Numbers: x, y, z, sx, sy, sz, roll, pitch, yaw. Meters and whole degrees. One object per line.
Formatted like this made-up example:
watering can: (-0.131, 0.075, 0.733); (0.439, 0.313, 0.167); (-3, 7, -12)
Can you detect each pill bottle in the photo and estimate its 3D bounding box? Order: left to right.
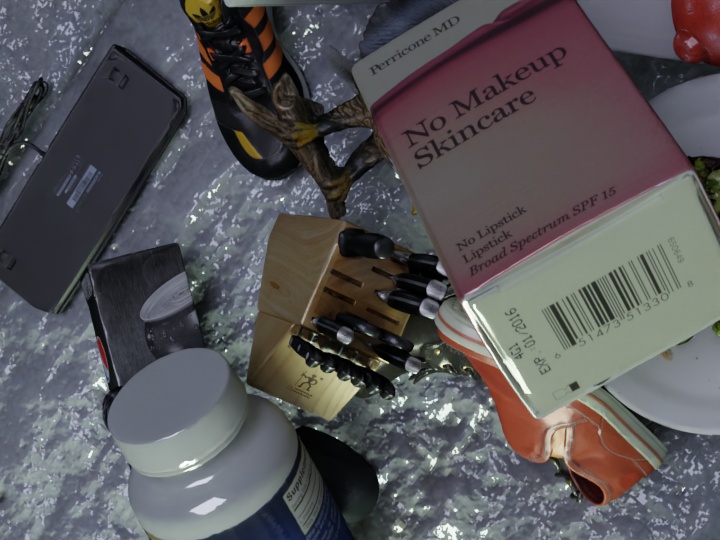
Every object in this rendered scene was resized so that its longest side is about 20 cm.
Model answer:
pill bottle: (-0.076, 0.149, 1.023); (0.110, 0.111, 0.201); (-12, 125, 22)

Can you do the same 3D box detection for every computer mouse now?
computer mouse: (-0.078, 0.123, 1.096); (0.199, 0.034, 0.059); (19, 90, -13)

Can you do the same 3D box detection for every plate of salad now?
plate of salad: (0.191, -0.012, 0.889); (0.199, 0.048, 0.201); (-9, 75, 34)

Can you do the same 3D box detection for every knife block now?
knife block: (0.000, 0.000, 1.008); (0.064, 0.201, 0.176); (25, 131, -18)

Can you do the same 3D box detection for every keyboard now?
keyboard: (-0.221, -0.077, 1.215); (0.127, 0.021, 0.200); (38, 103, 12)

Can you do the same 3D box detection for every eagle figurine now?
eagle figurine: (0.047, -0.101, 1.029); (0.199, 0.152, 0.152); (-23, 83, 22)

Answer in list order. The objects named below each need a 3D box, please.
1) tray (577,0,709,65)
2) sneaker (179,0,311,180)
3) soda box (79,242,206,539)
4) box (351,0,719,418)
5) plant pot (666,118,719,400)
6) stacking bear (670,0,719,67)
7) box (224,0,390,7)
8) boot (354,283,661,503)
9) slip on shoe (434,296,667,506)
tray: (0.201, -0.176, 0.975); (0.199, 0.022, 0.108); (5, 93, -22)
sneaker: (-0.091, -0.159, 1.120); (0.070, 0.090, 0.201); (-14, 85, 22)
soda box: (-0.137, 0.088, 1.144); (0.070, 0.063, 0.201); (-14, 85, -14)
box: (0.093, -0.048, 0.851); (0.127, 0.109, 0.200); (-30, 44, 6)
plant pot: (0.239, 0.001, 0.962); (0.200, 0.141, 0.142); (44, 106, 24)
stacking bear: (0.274, -0.155, 0.923); (0.199, 0.114, 0.122); (-2, 90, 3)
box: (-0.012, -0.281, 1.015); (0.130, 0.200, 0.200); (-28, 80, 40)
boot: (0.096, 0.077, 1.061); (0.200, 0.069, 0.174); (-39, 84, 26)
slip on shoe: (0.106, 0.079, 0.946); (0.061, 0.200, 0.074); (-50, 40, 1)
